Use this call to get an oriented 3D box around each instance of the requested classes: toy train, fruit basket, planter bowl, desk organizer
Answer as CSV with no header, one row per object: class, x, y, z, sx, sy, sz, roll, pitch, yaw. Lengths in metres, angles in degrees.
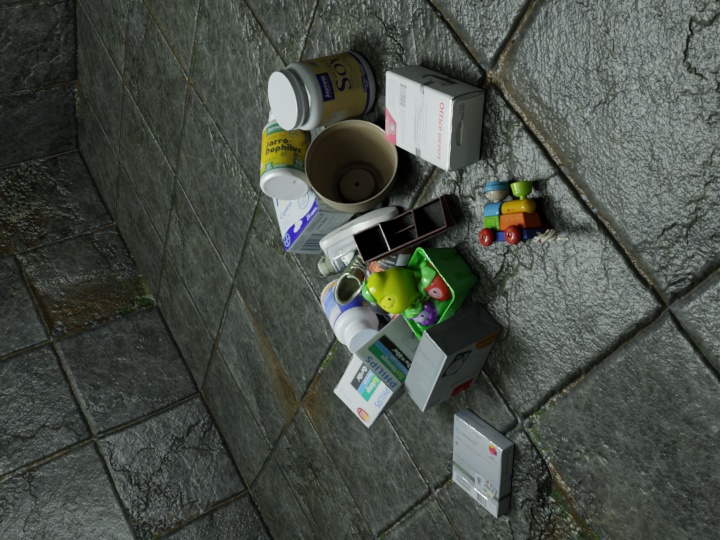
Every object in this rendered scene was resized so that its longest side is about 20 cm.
toy train,0.290,-0.105,1.337,0.200,0.084,0.117,-3,92,59
fruit basket,0.113,0.051,1.596,0.156,0.215,0.216,55,148,23
planter bowl,-0.012,-0.210,1.682,0.201,0.200,0.135,58,176,20
desk organizer,0.090,-0.083,1.569,0.199,0.077,0.072,-24,86,22

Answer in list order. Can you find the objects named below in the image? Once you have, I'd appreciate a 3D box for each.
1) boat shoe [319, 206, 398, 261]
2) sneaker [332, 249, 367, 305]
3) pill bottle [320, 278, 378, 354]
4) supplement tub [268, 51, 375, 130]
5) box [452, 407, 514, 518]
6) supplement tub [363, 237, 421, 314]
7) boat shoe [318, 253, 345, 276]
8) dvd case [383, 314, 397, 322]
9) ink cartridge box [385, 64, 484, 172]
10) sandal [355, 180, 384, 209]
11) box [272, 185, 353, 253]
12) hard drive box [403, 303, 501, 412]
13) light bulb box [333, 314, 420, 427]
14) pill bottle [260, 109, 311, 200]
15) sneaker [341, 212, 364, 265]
boat shoe,0.005,-0.080,1.744,0.069,0.199,0.072,60,-169,-17
sneaker,0.000,0.000,1.783,0.201,0.067,0.090,-56,8,13
pill bottle,-0.021,0.116,1.900,0.200,0.111,0.113,-121,27,-51
supplement tub,-0.084,-0.385,1.653,0.145,0.199,0.146,36,137,43
box,0.273,0.433,1.728,0.156,0.041,0.201,32,135,47
supplement tub,0.066,0.000,1.717,0.107,0.106,0.201,43,134,38
boat shoe,-0.078,-0.019,1.943,0.200,0.062,0.072,167,79,-87
dvd case,0.070,0.054,1.850,0.200,0.022,0.146,49,145,30
ink cartridge box,0.138,-0.293,1.459,0.200,0.084,0.146,38,138,45
sandal,-0.011,-0.212,1.794,0.201,0.048,0.076,54,147,27
box,-0.120,-0.172,1.833,0.184,0.104,0.201,-46,51,45
hard drive box,0.189,0.183,1.597,0.077,0.155,0.201,49,146,29
light bulb box,0.066,0.221,1.759,0.125,0.200,0.199,43,144,14
pill bottle,-0.165,-0.268,1.711,0.113,0.112,0.201,129,145,-57
sneaker,-0.018,-0.095,1.835,0.081,0.075,0.201,-17,88,61
